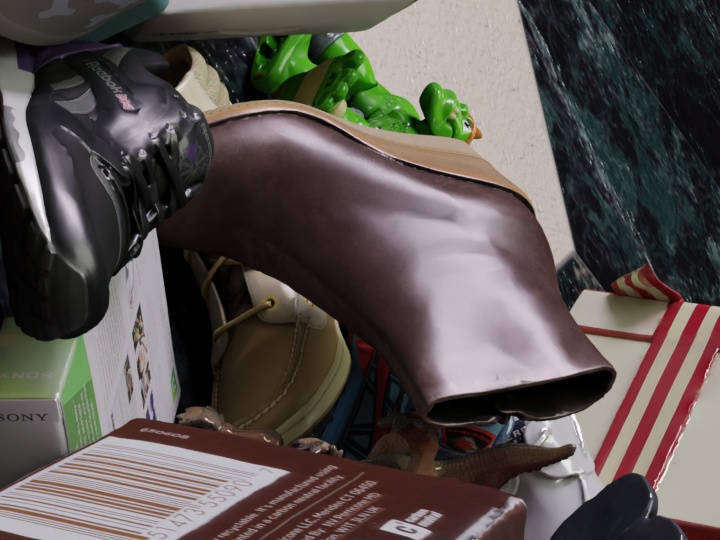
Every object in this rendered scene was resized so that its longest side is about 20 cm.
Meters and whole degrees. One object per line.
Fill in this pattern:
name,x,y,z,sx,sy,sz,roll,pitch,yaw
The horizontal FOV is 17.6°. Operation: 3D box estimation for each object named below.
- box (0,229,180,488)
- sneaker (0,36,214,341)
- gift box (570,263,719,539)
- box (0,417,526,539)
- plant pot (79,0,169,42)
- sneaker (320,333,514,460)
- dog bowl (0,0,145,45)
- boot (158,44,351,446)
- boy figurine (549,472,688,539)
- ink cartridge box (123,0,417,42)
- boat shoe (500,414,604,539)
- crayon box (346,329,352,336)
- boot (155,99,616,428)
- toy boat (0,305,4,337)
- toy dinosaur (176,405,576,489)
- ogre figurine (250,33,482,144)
box,-0.110,0.051,0.945,0.200,0.036,0.145,-85,171,-57
sneaker,-0.096,-0.043,0.887,0.200,0.087,0.076,-111,-161,-59
gift box,0.189,0.113,1.284,0.187,0.184,0.200,-55,145,-40
box,-0.051,0.176,0.793,0.166,0.164,0.201,-27,123,-63
plant pot,-0.173,-0.191,1.021,0.200,0.141,0.142,48,30,-42
sneaker,0.028,0.080,1.140,0.079,0.095,0.201,10,88,-25
dog bowl,-0.117,-0.190,0.897,0.200,0.059,0.201,26,60,-57
boot,-0.069,-0.011,1.128,0.156,0.073,0.200,53,26,-24
boy figurine,0.166,0.180,1.027,0.200,0.064,0.124,44,8,-28
ink cartridge box,-0.054,-0.225,1.199,0.084,0.146,0.201,167,-83,-73
boat shoe,0.081,0.097,1.187,0.065,0.073,0.200,57,8,-47
crayon box,0.056,0.068,1.326,0.200,0.051,0.127,9,60,-61
boot,0.000,0.000,1.026,0.200,0.072,0.167,-3,42,-24
toy boat,-0.191,-0.041,0.849,0.200,0.131,0.131,61,26,-8
toy dinosaur,-0.003,0.123,1.044,0.086,0.200,0.136,-138,-144,-66
ogre figurine,-0.001,-0.080,1.303,0.120,0.098,0.200,41,-3,-30
